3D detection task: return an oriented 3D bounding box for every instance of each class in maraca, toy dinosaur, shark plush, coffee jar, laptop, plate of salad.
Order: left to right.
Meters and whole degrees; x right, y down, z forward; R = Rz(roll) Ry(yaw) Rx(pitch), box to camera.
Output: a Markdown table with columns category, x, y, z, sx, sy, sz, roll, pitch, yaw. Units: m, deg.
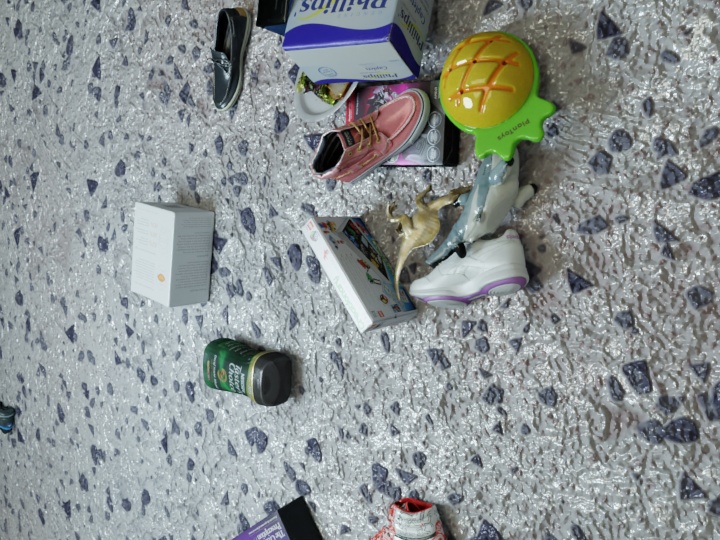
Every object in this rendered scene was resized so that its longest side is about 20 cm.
| category | x | y | z | sx | sy | sz | roll | pitch | yaw |
| --- | --- | --- | --- | --- | --- | --- | --- | --- | --- |
| coffee jar | -0.224 | 0.202 | 1.221 | 0.198 | 0.085 | 0.106 | 7 | 99 | 38 |
| laptop | -0.096 | -0.479 | 0.984 | 0.200 | 0.114 | 0.190 | 31 | 115 | 57 |
| plate of salad | -0.056 | -0.345 | 1.020 | 0.199 | 0.048 | 0.203 | -22 | 59 | 42 |
| toy dinosaur | 0.080 | -0.063 | 0.940 | 0.201 | 0.058 | 0.101 | -56 | 43 | 11 |
| shark plush | 0.166 | -0.086 | 0.867 | 0.083 | 0.090 | 0.202 | 42 | 110 | 44 |
| maraca | 0.178 | -0.237 | 0.821 | 0.136 | 0.107 | 0.202 | -32 | 60 | 22 |

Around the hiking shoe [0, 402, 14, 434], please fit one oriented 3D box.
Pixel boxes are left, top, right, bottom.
| category | x | y | z | sx | sy | sz | roll | pitch | yaw |
| --- | --- | --- | --- | --- | --- | --- | --- | --- | --- |
| hiking shoe | -1.264 | 0.507 | 2.115 | 0.198 | 0.074 | 0.088 | 6 | 98 | 39 |

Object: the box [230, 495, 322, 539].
| category | x | y | z | sx | sy | sz | roll | pitch | yaw |
| --- | --- | --- | --- | --- | --- | --- | --- | --- | --- |
| box | -0.164 | 0.560 | 1.214 | 0.200 | 0.078 | 0.142 | -43 | 71 | 34 |

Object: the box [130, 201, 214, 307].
| category | x | y | z | sx | sy | sz | roll | pitch | yaw |
| --- | --- | --- | --- | --- | --- | --- | --- | --- | --- |
| box | -0.411 | -0.039 | 1.336 | 0.151 | 0.106 | 0.203 | 16 | 104 | 37 |

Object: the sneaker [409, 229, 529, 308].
| category | x | y | z | sx | sy | sz | roll | pitch | yaw |
| --- | --- | --- | --- | --- | --- | --- | --- | --- | --- |
| sneaker | 0.158 | -0.002 | 0.909 | 0.198 | 0.074 | 0.101 | -17 | 64 | 40 |

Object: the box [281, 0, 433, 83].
| category | x | y | z | sx | sy | sz | roll | pitch | yaw |
| --- | --- | --- | --- | --- | --- | --- | --- | --- | --- |
| box | 0.004 | -0.394 | 0.905 | 0.182 | 0.105 | 0.203 | 6 | 79 | 28 |

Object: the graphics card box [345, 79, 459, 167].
| category | x | y | z | sx | sy | sz | roll | pitch | yaw |
| --- | --- | --- | --- | --- | --- | --- | --- | --- | --- |
| graphics card box | 0.062 | -0.226 | 0.965 | 0.198 | 0.051 | 0.127 | 9 | 100 | 38 |

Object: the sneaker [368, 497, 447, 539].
| category | x | y | z | sx | sy | sz | roll | pitch | yaw |
| --- | --- | --- | --- | --- | --- | --- | --- | --- | --- |
| sneaker | 0.055 | 0.441 | 1.028 | 0.200 | 0.067 | 0.109 | -19 | 81 | 36 |

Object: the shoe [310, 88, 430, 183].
| category | x | y | z | sx | sy | sz | roll | pitch | yaw |
| --- | --- | --- | --- | --- | --- | --- | --- | --- | --- |
| shoe | 0.011 | -0.199 | 0.918 | 0.199 | 0.090 | 0.072 | -37 | 72 | 36 |

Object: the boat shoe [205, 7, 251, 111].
| category | x | y | z | sx | sy | sz | roll | pitch | yaw |
| --- | --- | --- | --- | --- | --- | --- | --- | --- | --- |
| boat shoe | -0.268 | -0.417 | 1.211 | 0.074 | 0.062 | 0.202 | 29 | 113 | 32 |

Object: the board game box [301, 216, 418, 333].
| category | x | y | z | sx | sy | sz | roll | pitch | yaw |
| --- | --- | --- | --- | --- | --- | --- | --- | --- | --- |
| board game box | 0.000 | 0.000 | 0.989 | 0.035 | 0.125 | 0.201 | -43 | 67 | 33 |
